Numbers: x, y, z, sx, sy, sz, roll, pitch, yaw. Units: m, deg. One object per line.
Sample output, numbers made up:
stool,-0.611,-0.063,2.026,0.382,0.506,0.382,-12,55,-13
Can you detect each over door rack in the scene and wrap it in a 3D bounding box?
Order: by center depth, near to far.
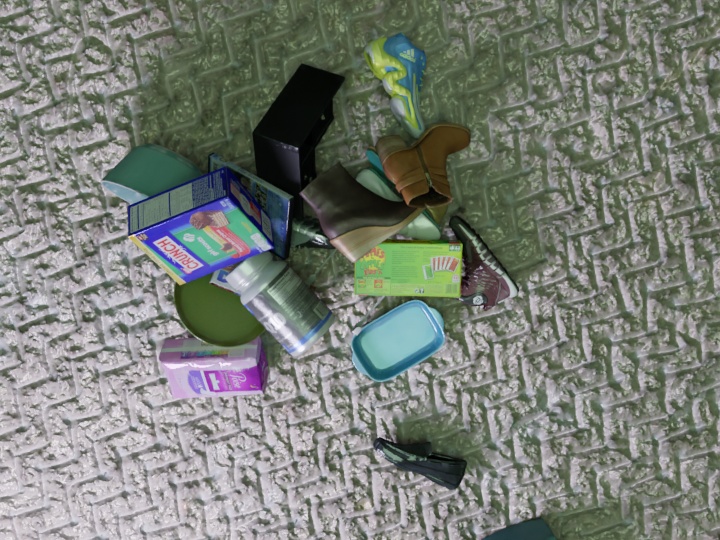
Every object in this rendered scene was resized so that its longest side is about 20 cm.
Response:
over door rack,0.000,0.000,1.607,0.148,0.067,0.200,39,99,-6

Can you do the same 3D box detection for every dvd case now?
dvd case,-0.208,-0.120,1.541,0.200,0.018,0.143,30,135,22

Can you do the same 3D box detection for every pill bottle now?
pill bottle,-0.152,0.054,1.543,0.114,0.114,0.200,-42,97,9

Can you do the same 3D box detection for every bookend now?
bookend,-0.110,-0.237,1.534,0.092,0.199,0.200,20,145,12

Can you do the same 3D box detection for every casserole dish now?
casserole dish,0.075,0.137,1.645,0.200,0.039,0.121,-32,98,7

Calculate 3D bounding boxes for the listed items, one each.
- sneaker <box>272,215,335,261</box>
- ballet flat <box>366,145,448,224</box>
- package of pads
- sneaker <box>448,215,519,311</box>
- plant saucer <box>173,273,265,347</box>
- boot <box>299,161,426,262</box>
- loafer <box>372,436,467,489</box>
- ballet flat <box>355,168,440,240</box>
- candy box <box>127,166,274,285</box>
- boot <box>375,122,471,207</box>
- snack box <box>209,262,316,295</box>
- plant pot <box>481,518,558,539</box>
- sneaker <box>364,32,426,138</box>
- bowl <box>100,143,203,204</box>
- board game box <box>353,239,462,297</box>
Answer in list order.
sneaker,-0.135,-0.051,1.596,0.199,0.075,0.116,23,111,20
ballet flat,0.092,-0.173,1.582,0.063,0.069,0.200,-44,100,-18
package of pads,-0.288,0.193,1.632,0.199,0.076,0.121,-3,135,3
sneaker,0.208,-0.001,1.597,0.115,0.076,0.200,-38,98,11
plant saucer,-0.266,0.055,1.601,0.199,0.031,0.201,8,69,-21
boot,0.010,-0.130,1.489,0.200,0.072,0.167,-35,92,-13
loafer,0.122,0.378,1.677,0.200,0.068,0.071,24,93,-8
ballet flat,0.061,-0.111,1.569,0.200,0.069,0.069,42,100,7
candy box,-0.280,-0.075,1.447,0.199,0.077,0.169,-19,144,14
boot,0.139,-0.191,1.503,0.199,0.156,0.077,-8,143,-25
snack box,-0.189,0.029,1.608,0.199,0.024,0.072,23,74,-15
plant pot,0.323,0.609,1.679,0.200,0.141,0.142,-34,98,0
sneaker,0.094,-0.351,1.534,0.105,0.076,0.200,-32,109,-4
bowl,-0.372,-0.165,1.544,0.200,0.201,0.105,24,80,-2
board game box,0.088,-0.006,1.546,0.199,0.048,0.102,1,100,0
